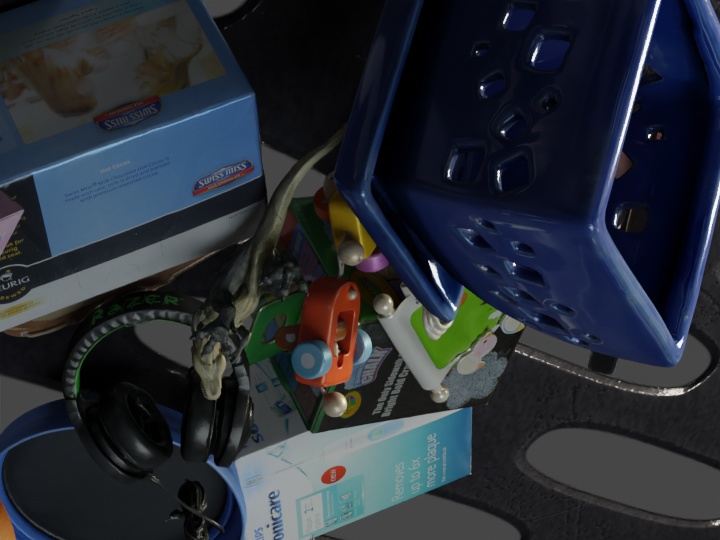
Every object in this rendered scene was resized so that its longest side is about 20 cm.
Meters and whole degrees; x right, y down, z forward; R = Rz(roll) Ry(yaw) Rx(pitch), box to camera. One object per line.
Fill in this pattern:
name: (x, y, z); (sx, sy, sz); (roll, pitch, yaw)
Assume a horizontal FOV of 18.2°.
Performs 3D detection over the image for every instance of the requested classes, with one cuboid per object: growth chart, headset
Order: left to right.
headset: (-0.129, 0.098, 1.515); (0.122, 0.094, 0.201); (-11, 119, 2)
growth chart: (0.096, -0.005, 1.527); (0.200, 0.018, 0.145); (-44, 138, 1)

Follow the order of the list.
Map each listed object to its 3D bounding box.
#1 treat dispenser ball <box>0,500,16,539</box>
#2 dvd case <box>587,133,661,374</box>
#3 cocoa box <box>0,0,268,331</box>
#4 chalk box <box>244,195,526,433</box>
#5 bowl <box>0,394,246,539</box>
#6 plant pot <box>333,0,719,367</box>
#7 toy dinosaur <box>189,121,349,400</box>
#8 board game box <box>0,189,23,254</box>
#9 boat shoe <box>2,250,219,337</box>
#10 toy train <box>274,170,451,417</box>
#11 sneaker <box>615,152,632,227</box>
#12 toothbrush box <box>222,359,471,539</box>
treat dispenser ball: (-0.329, 0.205, 1.509); (0.200, 0.201, 0.202); (-20, 144, -15)
dvd case: (0.203, -0.046, 1.605); (0.025, 0.201, 0.151); (14, 151, 5)
cocoa box: (-0.171, -0.075, 1.342); (0.199, 0.134, 0.132); (-21, 144, -14)
chalk box: (0.002, 0.026, 1.604); (0.199, 0.124, 0.125); (-6, 139, -29)
bowl: (-0.182, 0.167, 1.645); (0.199, 0.040, 0.202); (2, 134, 2)
plant pot: (0.102, -0.075, 1.310); (0.178, 0.201, 0.200); (5, 156, 25)
toy dinosaur: (-0.063, 0.005, 1.344); (0.047, 0.088, 0.201); (27, 115, -12)
board game box: (-0.306, -0.020, 1.258); (0.043, 0.199, 0.201); (-34, 161, -56)
boat shoe: (-0.163, -0.011, 1.487); (0.198, 0.076, 0.072); (-18, 148, -3)
toy train: (0.000, 0.000, 1.394); (0.200, 0.055, 0.152); (-21, 118, -63)
sneaker: (0.144, -0.036, 1.677); (0.076, 0.081, 0.200); (28, 141, -14)
toothbrush box: (-0.018, 0.123, 1.739); (0.199, 0.086, 0.147); (-19, 143, -14)
